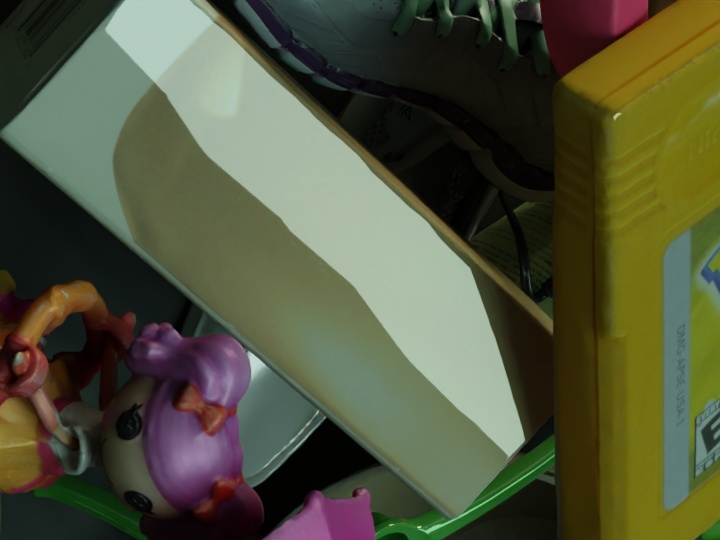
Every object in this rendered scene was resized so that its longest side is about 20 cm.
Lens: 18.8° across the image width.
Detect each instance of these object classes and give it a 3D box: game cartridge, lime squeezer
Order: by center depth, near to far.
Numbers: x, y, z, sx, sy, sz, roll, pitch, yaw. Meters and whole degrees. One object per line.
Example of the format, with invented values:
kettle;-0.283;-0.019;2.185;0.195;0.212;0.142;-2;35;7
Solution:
game cartridge;0.130;-0.014;0.685;0.176;0.032;0.200;-34;140;-27
lime squeezer;-0.016;0.092;0.760;0.199;0.071;0.038;-5;123;0

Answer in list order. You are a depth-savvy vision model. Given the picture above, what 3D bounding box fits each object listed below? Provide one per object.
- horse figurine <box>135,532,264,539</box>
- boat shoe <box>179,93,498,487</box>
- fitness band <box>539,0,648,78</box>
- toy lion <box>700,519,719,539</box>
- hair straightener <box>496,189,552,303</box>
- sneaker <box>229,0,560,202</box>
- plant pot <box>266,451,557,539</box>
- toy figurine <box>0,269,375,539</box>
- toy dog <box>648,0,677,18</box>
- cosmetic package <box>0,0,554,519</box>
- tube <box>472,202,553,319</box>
horse figurine;-0.034;0.171;0.793;0.050;0.132;0.201;-30;104;-65
boat shoe;0.000;0.000;0.809;0.071;0.069;0.200;39;80;-43
fitness band;0.108;-0.131;0.624;0.143;0.037;0.200;-31;136;-32
toy lion;0.178;0.059;0.858;0.200;0.068;0.192;-12;93;-59
hair straightener;0.107;-0.067;0.883;0.200;0.077;0.041;-54;163;-27
sneaker;0.041;-0.088;0.717;0.200;0.087;0.075;26;62;-44
plant pot;0.055;0.157;0.862;0.134;0.200;0.201;-28;132;-73
toy figurine;-0.084;0.065;0.657;0.150;0.184;0.201;-22;112;-62
toy dog;0.153;-0.167;0.799;0.200;0.194;0.140;-23;113;-23
cosmetic package;-0.026;-0.019;0.707;0.071;0.105;0.200;-47;114;3
tube;0.084;-0.008;0.886;0.200;0.058;0.052;-34;96;-32
